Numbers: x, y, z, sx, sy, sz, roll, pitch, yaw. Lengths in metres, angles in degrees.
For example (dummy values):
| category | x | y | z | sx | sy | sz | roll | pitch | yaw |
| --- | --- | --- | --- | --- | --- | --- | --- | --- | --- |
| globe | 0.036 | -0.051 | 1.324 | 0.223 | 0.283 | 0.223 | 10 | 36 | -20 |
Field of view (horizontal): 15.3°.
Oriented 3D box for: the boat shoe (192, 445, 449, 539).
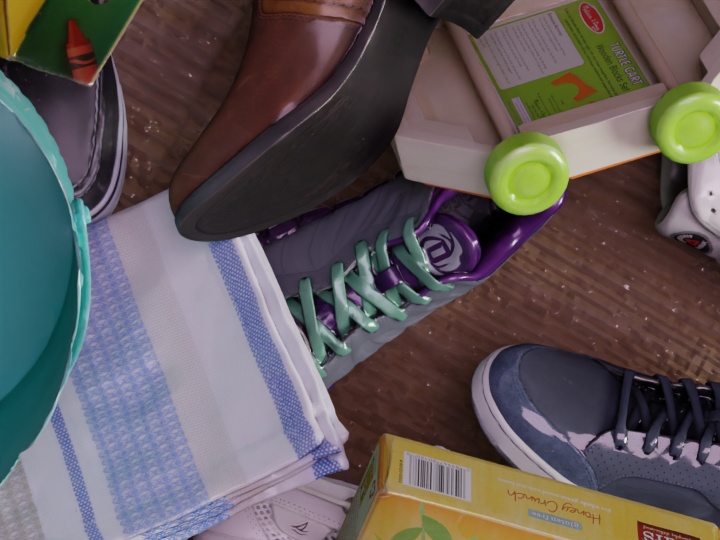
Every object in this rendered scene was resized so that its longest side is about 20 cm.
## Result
| category | x | y | z | sx | sy | sz | roll | pitch | yaw |
| --- | --- | --- | --- | --- | --- | --- | --- | --- | --- |
| boat shoe | 0.031 | 0.108 | 1.120 | 0.199 | 0.071 | 0.070 | 9 | 86 | -9 |

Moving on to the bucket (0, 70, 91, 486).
| category | x | y | z | sx | sy | sz | roll | pitch | yaw |
| --- | --- | --- | --- | --- | --- | --- | --- | --- | --- |
| bucket | -0.195 | -0.001 | 0.983 | 0.206 | 0.135 | 0.208 | 0 | 99 | 0 |

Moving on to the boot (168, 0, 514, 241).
| category | x | y | z | sx | sy | sz | roll | pitch | yaw |
| --- | --- | --- | --- | --- | --- | --- | --- | --- | --- |
| boot | -0.050 | -0.135 | 1.075 | 0.188 | 0.068 | 0.200 | -49 | 62 | 16 |

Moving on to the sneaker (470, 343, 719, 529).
| category | x | y | z | sx | sy | sz | roll | pitch | yaw |
| --- | --- | --- | --- | --- | --- | --- | --- | --- | --- |
| sneaker | 0.160 | 0.055 | 1.107 | 0.202 | 0.146 | 0.077 | 26 | 45 | -15 |

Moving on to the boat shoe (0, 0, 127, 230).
| category | x | y | z | sx | sy | sz | roll | pitch | yaw |
| --- | --- | --- | --- | --- | --- | --- | --- | --- | --- |
| boat shoe | -0.136 | -0.113 | 1.095 | 0.073 | 0.068 | 0.201 | -7 | 90 | -11 |

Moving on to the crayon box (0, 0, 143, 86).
| category | x | y | z | sx | sy | sz | roll | pitch | yaw |
| --- | --- | --- | --- | --- | --- | --- | --- | --- | --- |
| crayon box | -0.162 | -0.162 | 1.003 | 0.199 | 0.051 | 0.127 | 22 | 61 | 9 |

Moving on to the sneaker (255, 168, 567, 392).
| category | x | y | z | sx | sy | sz | roll | pitch | yaw |
| --- | --- | --- | --- | --- | --- | --- | --- | --- | --- |
| sneaker | 0.000 | 0.000 | 1.098 | 0.200 | 0.087 | 0.075 | -36 | 97 | -18 |

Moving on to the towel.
| category | x | y | z | sx | sy | sz | roll | pitch | yaw |
| --- | --- | --- | --- | --- | --- | --- | --- | --- | --- |
| towel | -0.116 | 0.053 | 1.067 | 0.199 | 0.024 | 0.147 | -24 | 62 | 1 |

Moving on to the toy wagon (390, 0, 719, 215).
| category | x | y | z | sx | sy | sz | roll | pitch | yaw |
| --- | --- | --- | --- | --- | --- | --- | --- | --- | --- |
| toy wagon | 0.104 | -0.091 | 1.098 | 0.199 | 0.155 | 0.040 | -16 | 127 | -3 |

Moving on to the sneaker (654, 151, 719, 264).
| category | x | y | z | sx | sy | sz | roll | pitch | yaw |
| --- | --- | --- | --- | --- | --- | --- | --- | --- | --- |
| sneaker | 0.175 | -0.020 | 1.156 | 0.088 | 0.074 | 0.200 | -33 | 85 | -11 |

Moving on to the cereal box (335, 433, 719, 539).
| category | x | y | z | sx | sy | sz | roll | pitch | yaw |
| --- | --- | --- | --- | --- | --- | --- | --- | --- | --- |
| cereal box | 0.043 | 0.166 | 1.079 | 0.143 | 0.040 | 0.201 | 16 | 126 | -10 |
